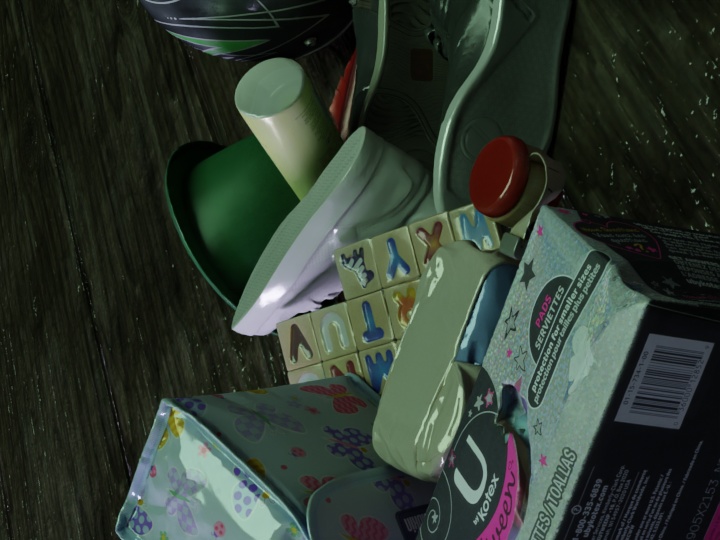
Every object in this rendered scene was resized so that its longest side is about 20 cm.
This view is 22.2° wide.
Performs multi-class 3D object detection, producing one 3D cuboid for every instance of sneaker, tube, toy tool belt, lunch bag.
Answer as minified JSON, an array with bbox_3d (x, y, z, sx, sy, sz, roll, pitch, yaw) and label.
[{"bbox_3d":[0.000,0.000,1.229,0.200,0.116,0.074,-48,22,43],"label":"sneaker"},{"bbox_3d":[0.077,-0.122,1.172,0.099,0.071,0.200,9,84,67],"label":"sneaker"},{"bbox_3d":[-0.026,-0.065,1.267,0.052,0.200,0.058,31,74,36],"label":"tube"},{"bbox_3d":[0.095,0.034,1.036,0.125,0.123,0.200,26,98,60],"label":"toy tool belt"},{"bbox_3d":[0.028,-0.129,1.290,0.106,0.075,0.200,175,103,-77],"label":"sneaker"},{"bbox_3d":[-0.012,0.156,1.080,0.200,0.170,0.127,41,118,34],"label":"lunch bag"}]

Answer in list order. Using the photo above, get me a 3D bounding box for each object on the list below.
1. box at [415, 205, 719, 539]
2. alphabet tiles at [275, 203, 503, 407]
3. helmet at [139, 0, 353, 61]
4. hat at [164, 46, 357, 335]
[{"bbox_3d":[0.129,0.084,0.908,0.115,0.132,0.200,50,126,57],"label":"box"},{"bbox_3d":[0.027,0.060,1.148,0.200,0.008,0.167,-18,84,42],"label":"alphabet tiles"},{"bbox_3d":[-0.085,-0.253,1.426,0.191,0.200,0.200,-82,5,-81],"label":"helmet"},{"bbox_3d":[-0.028,-0.077,1.328,0.176,0.166,0.200,-36,76,27],"label":"hat"}]
